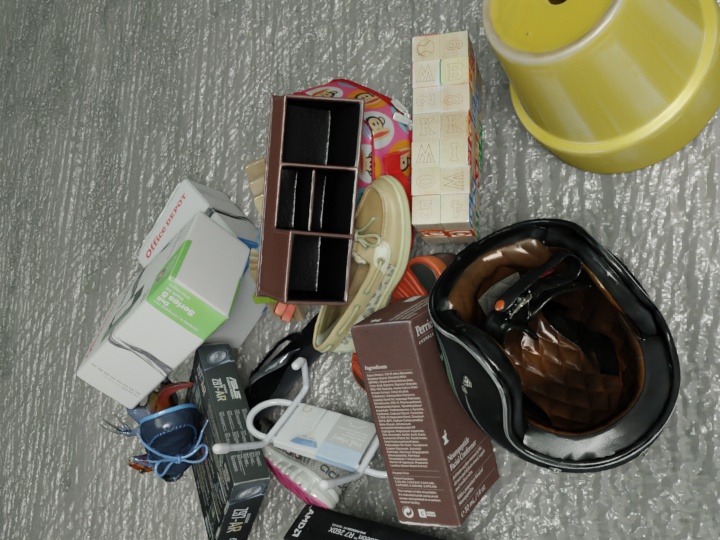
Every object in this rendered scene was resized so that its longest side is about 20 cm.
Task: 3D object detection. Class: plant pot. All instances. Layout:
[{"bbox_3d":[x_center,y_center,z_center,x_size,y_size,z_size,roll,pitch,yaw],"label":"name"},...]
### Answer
[{"bbox_3d":[0.211,-0.210,0.642,0.200,0.189,0.201,-10,74,35],"label":"plant pot"}]

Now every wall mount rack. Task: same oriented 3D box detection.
[{"bbox_3d":[-0.049,0.168,0.736,0.200,0.174,0.075,11,124,23],"label":"wall mount rack"}]

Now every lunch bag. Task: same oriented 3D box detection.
[{"bbox_3d":[-0.003,-0.101,0.799,0.176,0.082,0.200,33,137,39],"label":"lunch bag"}]

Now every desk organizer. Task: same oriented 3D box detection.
[{"bbox_3d":[-0.049,-0.068,0.686,0.077,0.072,0.201,12,98,63],"label":"desk organizer"}]

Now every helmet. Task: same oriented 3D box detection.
[{"bbox_3d":[0.166,0.072,0.611,0.200,0.191,0.200,-30,24,15],"label":"helmet"}]

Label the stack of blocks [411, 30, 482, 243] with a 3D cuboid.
[{"bbox_3d":[0.094,-0.132,0.755,0.058,0.115,0.201,-2,78,16],"label":"stack of blocks"}]

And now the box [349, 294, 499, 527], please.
[{"bbox_3d":[0.066,0.131,0.688,0.075,0.100,0.201,-11,98,36],"label":"box"}]

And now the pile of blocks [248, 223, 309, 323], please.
[{"bbox_3d":[-0.100,-0.003,0.846,0.062,0.082,0.200,-75,-4,-47],"label":"pile of blocks"}]

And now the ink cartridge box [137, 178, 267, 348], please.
[{"bbox_3d":[-0.209,-0.011,0.992,0.200,0.084,0.145,46,107,35],"label":"ink cartridge box"}]

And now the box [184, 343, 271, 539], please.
[{"bbox_3d":[-0.173,0.216,0.878,0.200,0.043,0.160,63,144,39],"label":"box"}]

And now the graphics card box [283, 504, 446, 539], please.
[{"bbox_3d":[0.030,0.307,0.706,0.200,0.126,0.051,1,37,39],"label":"graphics card box"}]

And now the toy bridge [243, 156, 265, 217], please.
[{"bbox_3d":[-0.110,-0.117,0.919,0.067,0.027,0.200,-25,24,-4],"label":"toy bridge"}]

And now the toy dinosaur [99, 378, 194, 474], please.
[{"bbox_3d":[-0.286,0.214,0.966,0.200,0.105,0.182,19,129,51],"label":"toy dinosaur"}]

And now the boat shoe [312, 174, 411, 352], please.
[{"bbox_3d":[0.000,0.000,0.727,0.073,0.063,0.200,41,126,51],"label":"boat shoe"}]

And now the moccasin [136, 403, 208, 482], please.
[{"bbox_3d":[-0.218,0.211,0.853,0.200,0.080,0.068,112,142,-65],"label":"moccasin"}]

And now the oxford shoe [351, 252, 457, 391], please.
[{"bbox_3d":[0.056,0.063,0.786,0.071,0.072,0.200,48,127,21],"label":"oxford shoe"}]

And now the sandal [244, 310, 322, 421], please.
[{"bbox_3d":[-0.093,0.106,0.884,0.200,0.043,0.076,-47,24,13],"label":"sandal"}]

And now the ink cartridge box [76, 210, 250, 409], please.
[{"bbox_3d":[-0.234,0.048,0.852,0.200,0.084,0.146,-41,24,26],"label":"ink cartridge box"}]

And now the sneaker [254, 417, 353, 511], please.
[{"bbox_3d":[-0.063,0.211,0.835,0.087,0.074,0.200,-41,25,-20],"label":"sneaker"}]
